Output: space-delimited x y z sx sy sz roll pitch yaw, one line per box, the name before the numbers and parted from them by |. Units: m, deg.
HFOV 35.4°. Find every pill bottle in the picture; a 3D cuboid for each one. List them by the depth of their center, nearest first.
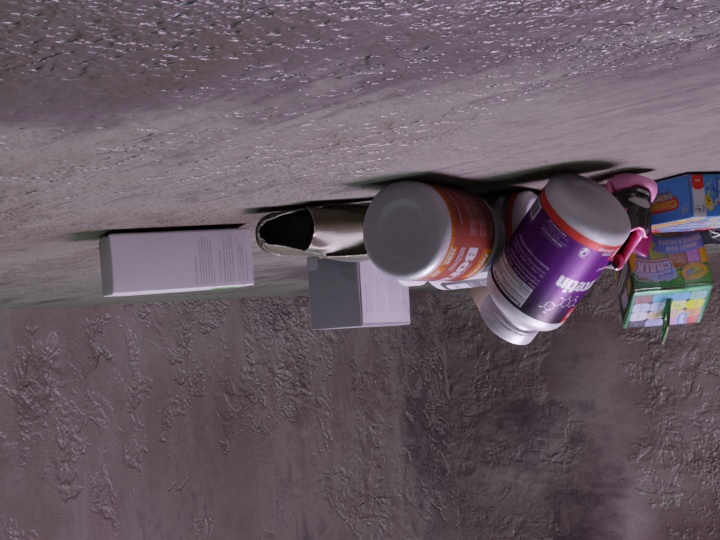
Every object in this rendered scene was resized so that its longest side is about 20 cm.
pill bottle | 0.096 -0.044 1.329 0.111 0.114 0.199 -7 176 30
pill bottle | 0.224 -0.009 1.335 0.111 0.113 0.201 -2 135 -41
pill bottle | 0.143 -0.036 1.490 0.197 0.118 0.115 -6 176 29

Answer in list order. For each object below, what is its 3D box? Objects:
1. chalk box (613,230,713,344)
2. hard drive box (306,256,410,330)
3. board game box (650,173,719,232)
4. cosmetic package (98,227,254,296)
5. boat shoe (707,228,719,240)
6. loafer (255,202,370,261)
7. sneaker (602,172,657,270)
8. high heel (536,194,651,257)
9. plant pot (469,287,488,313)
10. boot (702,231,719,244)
chalk box | 0.459 0.009 1.716 0.122 0.203 0.125 -5 152 2
hard drive box | 0.000 0.000 1.549 0.076 0.159 0.200 -5 176 21
board game box | 0.459 -0.090 1.543 0.193 0.057 0.199 -4 176 -25
cosmetic package | -0.258 -0.012 1.572 0.197 0.086 0.107 -5 179 -19
boat shoe | 0.570 -0.082 1.765 0.071 0.069 0.199 -5 175 26
loafer | -0.042 -0.045 1.409 0.197 0.076 0.070 -5 -179 11
sneaker | 0.301 -0.033 1.408 0.078 0.097 0.200 11 146 -15
high heel | 0.287 -0.057 1.505 0.197 0.098 0.067 -6 177 13
plant pot | 0.309 -0.009 1.854 0.185 0.190 0.199 -2 163 -36
boot | 0.608 -0.065 2.061 0.198 0.067 0.164 -12 164 38
